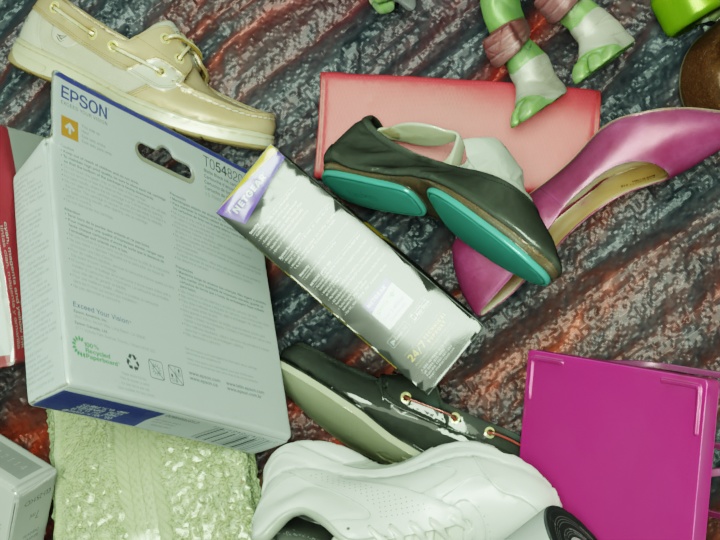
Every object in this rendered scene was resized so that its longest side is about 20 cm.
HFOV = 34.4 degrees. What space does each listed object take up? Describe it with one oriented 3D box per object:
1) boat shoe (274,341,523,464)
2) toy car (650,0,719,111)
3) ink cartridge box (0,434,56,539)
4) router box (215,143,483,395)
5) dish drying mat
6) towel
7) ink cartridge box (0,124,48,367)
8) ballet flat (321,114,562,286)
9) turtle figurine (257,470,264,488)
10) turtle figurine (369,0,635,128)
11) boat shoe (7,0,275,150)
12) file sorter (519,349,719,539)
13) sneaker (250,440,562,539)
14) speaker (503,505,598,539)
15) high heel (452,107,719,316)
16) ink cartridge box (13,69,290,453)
[{"bbox_3d":[0.031,0.103,0.798,0.200,0.074,0.063,29,69,8],"label":"boat shoe"},{"bbox_3d":[0.287,-0.145,0.715,0.157,0.200,0.165,-29,88,3],"label":"toy car"},{"bbox_3d":[-0.312,0.172,0.804,0.199,0.045,0.178,26,112,20],"label":"ink cartridge box"},{"bbox_3d":[0.000,0.000,0.732,0.157,0.200,0.052,41,92,4],"label":"router box"},{"bbox_3d":[0.068,-0.096,0.821,0.198,0.018,0.078,4,90,5],"label":"dish drying mat"},{"bbox_3d":[-0.140,0.134,0.785,0.147,0.037,0.202,-12,62,1],"label":"towel"},{"bbox_3d":[-0.263,-0.008,0.752,0.144,0.200,0.146,-10,91,5],"label":"ink cartridge box"},{"bbox_3d":[0.057,-0.058,0.745,0.199,0.068,0.069,27,76,36],"label":"ballet flat"},{"bbox_3d":[-0.101,0.211,0.802,0.160,0.065,0.201,-27,68,-6],"label":"turtle figurine"},{"bbox_3d":[0.071,-0.191,0.742,0.143,0.200,0.195,-34,90,15],"label":"turtle figurine"},{"bbox_3d":[-0.146,-0.141,0.807,0.198,0.074,0.070,21,96,4],"label":"boat shoe"},{"bbox_3d":[0.189,0.160,0.737,0.124,0.138,0.202,4,91,-38],"label":"file sorter"},{"bbox_3d":[0.024,0.162,0.717,0.198,0.100,0.079,-4,119,17],"label":"sneaker"},{"bbox_3d":[0.060,0.227,0.682,0.200,0.081,0.081,-42,87,17],"label":"speaker"},{"bbox_3d":[0.152,-0.038,0.754,0.198,0.067,0.097,-14,66,15],"label":"high heel"},{"bbox_3d":[-0.128,0.002,0.730,0.040,0.199,0.202,-23,62,28],"label":"ink cartridge box"}]
